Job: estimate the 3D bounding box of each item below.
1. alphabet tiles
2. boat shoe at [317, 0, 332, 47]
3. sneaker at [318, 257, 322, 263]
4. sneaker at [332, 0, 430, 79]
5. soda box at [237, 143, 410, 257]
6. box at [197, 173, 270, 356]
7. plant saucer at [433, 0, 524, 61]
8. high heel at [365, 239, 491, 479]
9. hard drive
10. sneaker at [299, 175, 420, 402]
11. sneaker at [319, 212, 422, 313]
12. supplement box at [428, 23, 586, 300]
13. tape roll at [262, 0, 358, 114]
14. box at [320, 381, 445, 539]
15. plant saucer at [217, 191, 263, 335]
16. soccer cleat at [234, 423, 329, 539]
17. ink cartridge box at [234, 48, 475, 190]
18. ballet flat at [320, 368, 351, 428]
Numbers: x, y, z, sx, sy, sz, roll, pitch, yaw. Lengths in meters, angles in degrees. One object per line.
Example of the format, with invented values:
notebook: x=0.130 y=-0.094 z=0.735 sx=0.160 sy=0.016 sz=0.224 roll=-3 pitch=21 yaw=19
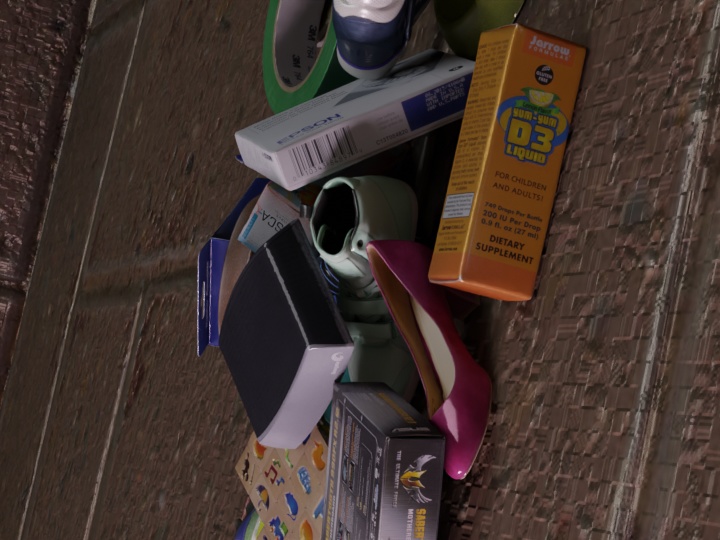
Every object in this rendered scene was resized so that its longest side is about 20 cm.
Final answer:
alphabet tiles: x=-0.052 y=0.217 z=1.668 sx=0.201 sy=0.008 sz=0.168 roll=59 pitch=137 yaw=34
boat shoe: x=-0.003 y=-0.268 z=1.906 sx=0.200 sy=0.068 sz=0.075 roll=153 pitch=124 yaw=-65
sneaker: x=-0.042 y=-0.063 z=1.868 sx=0.109 sy=0.070 sz=0.201 roll=126 pitch=149 yaw=-43
sneaker: x=0.026 y=-0.277 z=1.630 sx=0.147 sy=0.080 sz=0.201 roll=93 pitch=-168 yaw=-57
soda box: x=-0.030 y=-0.070 z=1.699 sx=0.069 sy=0.063 sz=0.200 roll=-59 pitch=-9 yaw=33
box: x=-0.121 y=-0.004 z=1.945 sx=0.200 sy=0.032 sz=0.122 roll=-58 pitch=-25 yaw=-60
plant saucer: x=0.108 y=-0.281 z=1.657 sx=0.200 sy=0.031 sz=0.202 roll=-166 pitch=90 yaw=-72
high heel: x=0.047 y=0.064 z=1.472 sx=0.067 sy=0.095 sz=0.201 roll=-46 pitch=34 yaw=50
hard drive: x=-0.067 y=0.060 z=1.596 sx=0.136 sy=0.042 sz=0.200 roll=66 pitch=154 yaw=21
sneaker: x=-0.005 y=0.021 z=1.557 sx=0.073 sy=0.118 sz=0.202 roll=-3 pitch=85 yaw=30
sneaker: x=0.000 y=0.000 z=1.712 sx=0.200 sy=0.070 sz=0.078 roll=-24 pitch=52 yaw=58
supplement box: x=0.111 y=-0.082 z=1.446 sx=0.069 sy=0.066 sz=0.202 roll=174 pitch=109 yaw=-70
tape roll: x=-0.034 y=-0.238 z=1.810 sx=0.200 sy=0.048 sz=0.202 roll=-170 pitch=90 yaw=-67
box: x=0.013 y=0.203 z=1.485 sx=0.158 sy=0.048 sz=0.202 roll=-145 pitch=58 yaw=-71
plant saucer: x=-0.102 y=0.010 z=1.891 sx=0.200 sy=0.034 sz=0.202 roll=11 pitch=-90 yaw=-77
soccer cleat: x=-0.054 y=0.214 z=1.731 sx=0.201 sy=0.064 sz=0.084 roll=-58 pitch=44 yaw=39
ink cartridge box: x=-0.005 y=-0.136 z=1.649 sx=0.041 sy=0.199 sz=0.200 roll=69 pitch=168 yaw=-15
ballet flat: x=-0.023 y=0.092 z=1.688 sx=0.076 sy=0.064 sz=0.200 roll=-53 pitch=49 yaw=5
